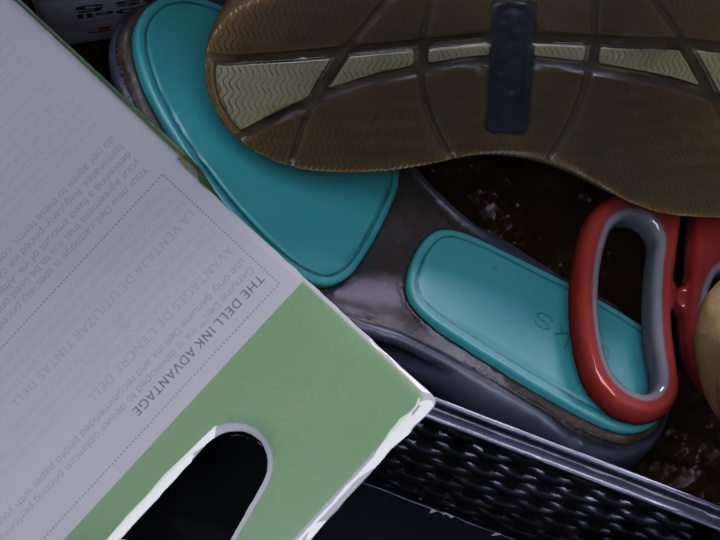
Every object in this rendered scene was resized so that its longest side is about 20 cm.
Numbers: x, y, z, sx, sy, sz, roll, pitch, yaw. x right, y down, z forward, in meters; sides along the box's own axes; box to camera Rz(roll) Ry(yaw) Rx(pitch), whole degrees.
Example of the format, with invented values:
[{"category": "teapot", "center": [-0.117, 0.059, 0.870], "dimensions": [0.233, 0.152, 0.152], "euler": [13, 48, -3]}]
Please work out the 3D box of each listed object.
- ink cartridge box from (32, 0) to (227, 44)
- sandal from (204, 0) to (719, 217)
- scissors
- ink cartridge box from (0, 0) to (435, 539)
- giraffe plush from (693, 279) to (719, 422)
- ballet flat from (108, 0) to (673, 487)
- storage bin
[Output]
[{"category": "ink cartridge box", "center": [-0.030, -0.129, 0.828], "dimensions": [0.144, 0.200, 0.085], "euler": [-9, 84, -3]}, {"category": "sandal", "center": [0.053, -0.063, 0.843], "dimensions": [0.198, 0.054, 0.081], "euler": [2, 118, -10]}, {"category": "scissors", "center": [0.095, -0.048, 0.883], "dimensions": [0.073, 0.014, 0.201], "euler": [8, 68, -18]}, {"category": "ink cartridge box", "center": [-0.091, 0.026, 0.793], "dimensions": [0.200, 0.048, 0.146], "euler": [42, 88, 20]}, {"category": "giraffe plush", "center": [0.212, 0.033, 0.797], "dimensions": [0.200, 0.173, 0.162], "euler": [-37, 102, 5]}, {"category": "ballet flat", "center": [0.000, 0.000, 0.871], "dimensions": [0.200, 0.073, 0.073], "euler": [36, 82, -7]}, {"category": "storage bin", "center": [0.004, 0.114, 0.832], "dimensions": [0.199, 0.094, 0.136], "euler": [21, 68, 0]}]
